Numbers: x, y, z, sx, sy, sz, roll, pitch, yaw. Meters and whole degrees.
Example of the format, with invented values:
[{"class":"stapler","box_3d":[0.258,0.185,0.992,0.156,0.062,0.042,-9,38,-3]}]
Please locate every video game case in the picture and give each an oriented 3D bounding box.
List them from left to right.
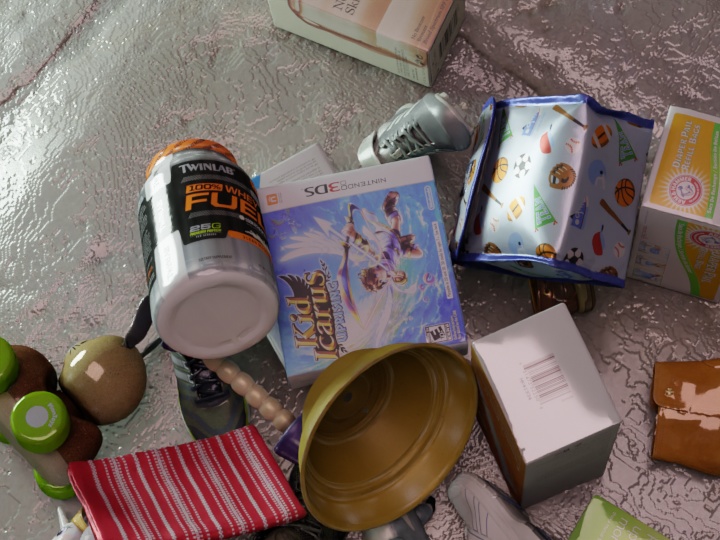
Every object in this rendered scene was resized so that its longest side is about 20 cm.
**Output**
[{"class":"video game case","box_3d":[0.000,0.000,1.493,0.179,0.046,0.202,-11,70,0]}]

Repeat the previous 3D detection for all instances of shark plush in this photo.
[{"class":"shark plush","box_3d":[0.039,0.243,1.498,0.082,0.091,0.202,1,52,-21]}]

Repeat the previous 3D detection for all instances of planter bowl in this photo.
[{"class":"planter bowl","box_3d":[0.007,0.136,1.409,0.200,0.201,0.083,-42,45,-10]}]

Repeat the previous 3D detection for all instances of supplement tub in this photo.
[{"class":"supplement tub","box_3d":[-0.150,-0.026,1.454,0.121,0.123,0.201,-16,48,-1]}]

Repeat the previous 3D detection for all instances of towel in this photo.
[{"class":"towel","box_3d":[-0.166,0.208,1.426,0.198,0.023,0.145,-10,33,-20]}]

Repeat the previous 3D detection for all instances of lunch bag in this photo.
[{"class":"lunch bag","box_3d":[0.168,-0.079,1.477,0.123,0.199,0.172,17,85,-34]}]

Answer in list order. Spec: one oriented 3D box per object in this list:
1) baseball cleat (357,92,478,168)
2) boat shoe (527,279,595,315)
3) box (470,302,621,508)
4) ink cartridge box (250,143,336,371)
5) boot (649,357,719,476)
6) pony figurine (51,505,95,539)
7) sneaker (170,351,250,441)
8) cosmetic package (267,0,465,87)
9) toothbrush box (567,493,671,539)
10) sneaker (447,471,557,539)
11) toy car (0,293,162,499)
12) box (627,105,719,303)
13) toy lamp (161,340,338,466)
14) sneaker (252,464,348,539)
[{"class":"baseball cleat","box_3d":[0.055,-0.129,1.556,0.106,0.200,0.070,-40,96,-5]},{"class":"boat shoe","box_3d":[0.178,-0.042,1.567,0.067,0.072,0.202,-19,72,-4]},{"class":"box","box_3d":[0.171,0.134,1.434,0.096,0.200,0.125,-23,69,-4]},{"class":"ink cartridge box","box_3d":[-0.056,-0.005,1.568,0.143,0.084,0.201,-28,70,-5]},{"class":"boot","box_3d":[0.363,0.101,1.497,0.142,0.071,0.204,12,76,7]},{"class":"pony figurine","box_3d":[-0.278,0.311,1.432,0.192,0.168,0.199,24,41,30]},{"class":"sneaker","box_3d":[-0.166,0.091,1.545,0.073,0.081,0.202,-19,69,-2]},{"class":"cosmetic package","box_3d":[0.007,-0.295,1.666,0.198,0.087,0.104,22,74,13]},{"class":"toothbrush box","box_3d":[0.267,0.329,1.417,0.199,0.086,0.146,31,76,14]},{"class":"sneaker","box_3d":[0.126,0.257,1.422,0.087,0.074,0.200,-53,29,2]},{"class":"toy car","box_3d":[-0.278,0.103,1.517,0.200,0.165,0.158,-41,71,-20]},{"class":"box","box_3d":[0.330,-0.061,1.491,0.100,0.200,0.114,16,72,11]},{"class":"toy lamp","box_3d":[-0.106,0.120,1.476,0.200,0.058,0.058,41,78,9]},{"class":"sneaker","box_3d":[-0.052,0.243,1.463,0.075,0.115,0.201,14,67,10]}]
